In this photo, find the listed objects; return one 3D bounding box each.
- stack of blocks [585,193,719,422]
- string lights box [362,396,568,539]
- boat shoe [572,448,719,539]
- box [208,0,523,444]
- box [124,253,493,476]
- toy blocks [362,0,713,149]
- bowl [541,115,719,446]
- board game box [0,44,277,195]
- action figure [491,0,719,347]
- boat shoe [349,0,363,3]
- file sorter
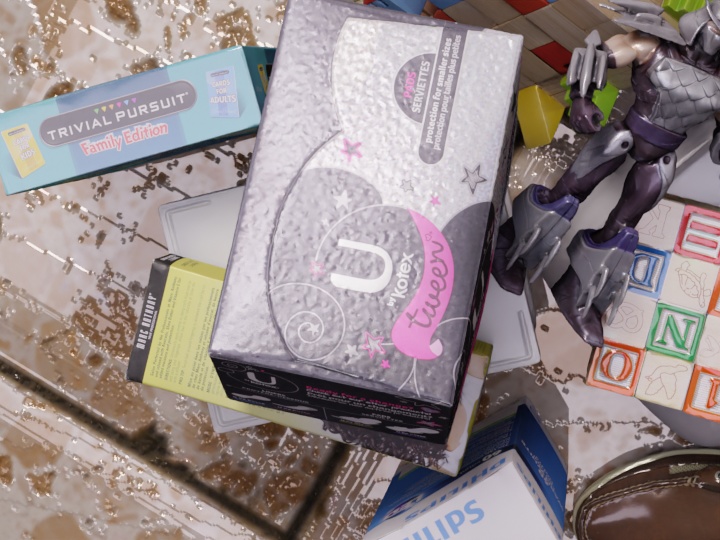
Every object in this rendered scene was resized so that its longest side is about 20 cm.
[{"bbox_3d":[0.239,0.033,1.028,0.198,0.059,0.116,15,98,6],"label":"stack of blocks"},{"bbox_3d":[0.065,0.139,1.065,0.102,0.200,0.059,-30,92,10],"label":"string lights box"},{"bbox_3d":[0.231,0.148,1.107,0.201,0.075,0.075,-10,97,8],"label":"boat shoe"},{"bbox_3d":[0.007,-0.026,0.942,0.131,0.115,0.202,11,76,5],"label":"box"},{"bbox_3d":[-0.029,0.051,1.019,0.198,0.050,0.076,15,99,6],"label":"box"},{"bbox_3d":[0.091,-0.155,1.011,0.136,0.200,0.100,34,68,-23],"label":"toy blocks"},{"bbox_3d":[0.221,-0.007,1.094,0.200,0.075,0.200,-41,89,11],"label":"bowl"},{"bbox_3d":[-0.116,-0.092,1.062,0.150,0.200,0.047,-15,94,8],"label":"board game box"},{"bbox_3d":[0.150,-0.063,0.954,0.129,0.070,0.201,25,117,-12],"label":"action figure"},{"bbox_3d":[0.001,-0.160,1.106,0.073,0.065,0.200,-44,92,6],"label":"boat shoe"},{"bbox_3d":[0.000,0.000,1.096,0.198,0.125,0.140,-13,95,9],"label":"file sorter"}]
